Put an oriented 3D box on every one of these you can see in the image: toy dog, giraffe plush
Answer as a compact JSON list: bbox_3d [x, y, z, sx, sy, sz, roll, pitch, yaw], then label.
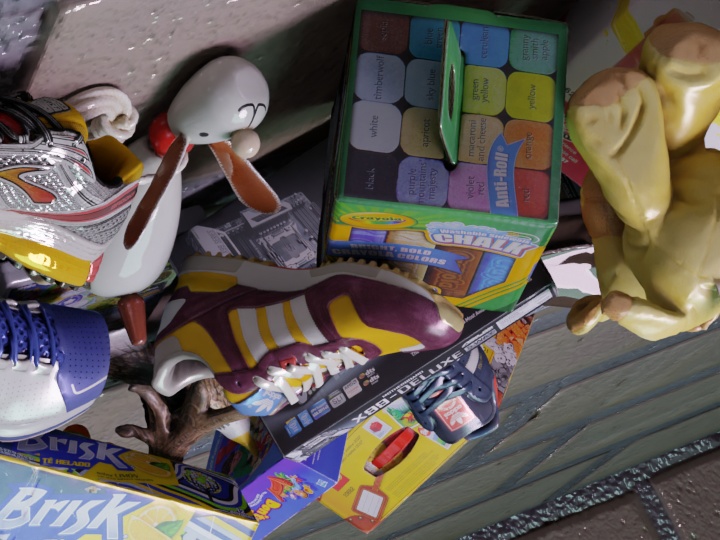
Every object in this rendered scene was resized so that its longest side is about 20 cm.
[{"bbox_3d":[-0.113,-0.029,1.142,0.131,0.097,0.200,-19,164,-24],"label":"toy dog"},{"bbox_3d":[0.185,-0.030,1.172,0.171,0.201,0.162,0,173,-9],"label":"giraffe plush"}]

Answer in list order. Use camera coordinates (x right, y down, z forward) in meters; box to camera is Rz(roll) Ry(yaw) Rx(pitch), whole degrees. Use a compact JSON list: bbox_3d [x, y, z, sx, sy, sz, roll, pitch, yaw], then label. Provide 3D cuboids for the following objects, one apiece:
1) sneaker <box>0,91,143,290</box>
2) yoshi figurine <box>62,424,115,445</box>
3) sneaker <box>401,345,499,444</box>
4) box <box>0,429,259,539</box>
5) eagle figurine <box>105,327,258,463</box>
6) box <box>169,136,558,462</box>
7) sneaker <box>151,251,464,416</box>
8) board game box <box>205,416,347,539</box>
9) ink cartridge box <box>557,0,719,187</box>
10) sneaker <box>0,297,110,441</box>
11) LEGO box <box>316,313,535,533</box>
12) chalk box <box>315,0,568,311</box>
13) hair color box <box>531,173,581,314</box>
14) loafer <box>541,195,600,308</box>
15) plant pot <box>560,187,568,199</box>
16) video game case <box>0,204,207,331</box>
[{"bbox_3d":[-0.182,-0.058,0.988,0.082,0.078,0.200,-54,150,8],"label":"sneaker"},{"bbox_3d":[-0.236,0.152,1.356,0.199,0.113,0.112,11,178,-21],"label":"yoshi figurine"},{"bbox_3d":[0.051,0.072,1.403,0.075,0.085,0.200,-30,158,17],"label":"sneaker"},{"bbox_3d":[-0.171,0.151,1.294,0.199,0.064,0.070,18,106,-29],"label":"box"},{"bbox_3d":[-0.112,0.065,1.421,0.151,0.200,0.152,0,124,8],"label":"eagle figurine"},{"bbox_3d":[0.000,0.000,1.273,0.199,0.158,0.050,-32,166,4],"label":"box"},{"bbox_3d":[-0.032,0.045,1.169,0.199,0.091,0.075,3,156,37],"label":"sneaker"},{"bbox_3d":[-0.054,0.094,1.506,0.045,0.201,0.134,30,137,-20],"label":"board game box"},{"bbox_3d":[0.205,-0.123,1.233,0.200,0.145,0.084,-41,-162,43],"label":"ink cartridge box"},{"bbox_3d":[-0.228,0.042,1.189,0.198,0.081,0.115,0,151,-34],"label":"sneaker"},{"bbox_3d":[0.047,0.097,1.645,0.200,0.077,0.149,-48,-170,43],"label":"LEGO box"},{"bbox_3d":[0.047,-0.070,1.138,0.123,0.126,0.200,7,162,-4],"label":"chalk box"},{"bbox_3d":[0.148,-0.050,1.505,0.060,0.099,0.200,-22,165,-16],"label":"hair color box"},{"bbox_3d":[0.140,-0.008,1.334,0.199,0.072,0.073,-22,163,-20],"label":"loafer"},{"bbox_3d":[0.041,-0.029,1.406,0.200,0.093,0.201,-26,164,-8],"label":"plant pot"},{"bbox_3d":[-0.191,0.024,1.348,0.143,0.018,0.200,-17,163,-28],"label":"video game case"}]
